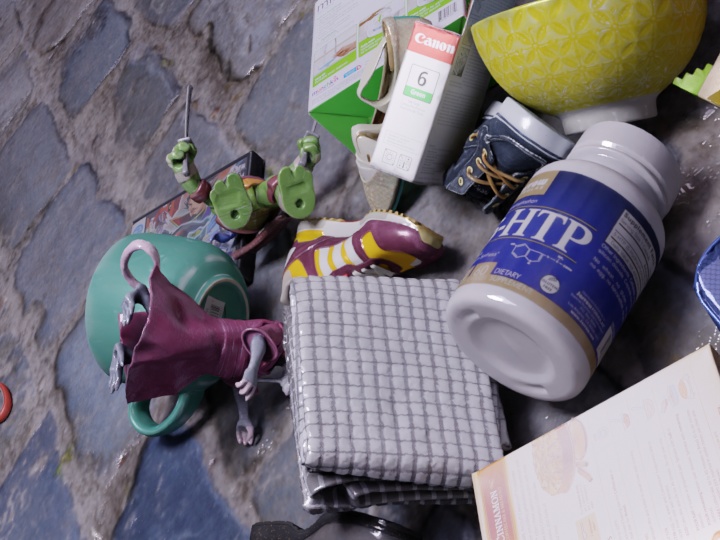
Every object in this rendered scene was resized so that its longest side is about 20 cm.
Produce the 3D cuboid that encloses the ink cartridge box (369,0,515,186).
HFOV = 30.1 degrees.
[{"bbox_3d":[0.078,-0.179,1.208,0.050,0.109,0.202,21,100,22],"label":"ink cartridge box"}]

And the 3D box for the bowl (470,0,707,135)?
[{"bbox_3d":[0.199,-0.174,1.122,0.199,0.199,0.109,-8,96,43],"label":"bowl"}]

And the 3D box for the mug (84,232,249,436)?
[{"bbox_3d":[-0.177,0.058,1.335,0.113,0.187,0.152,7,36,33],"label":"mug"}]

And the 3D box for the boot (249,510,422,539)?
[{"bbox_3d":[-0.032,0.266,1.059,0.199,0.069,0.133,-23,46,49],"label":"boot"}]

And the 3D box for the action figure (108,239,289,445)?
[{"bbox_3d":[-0.130,0.070,1.234,0.134,0.198,0.151,128,140,-54],"label":"action figure"}]

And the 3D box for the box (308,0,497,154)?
[{"bbox_3d":[0.049,-0.243,1.376,0.199,0.097,0.178,-29,41,29],"label":"box"}]

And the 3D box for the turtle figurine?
[{"bbox_3d":[-0.114,-0.112,1.342,0.202,0.143,0.194,-65,18,3],"label":"turtle figurine"}]

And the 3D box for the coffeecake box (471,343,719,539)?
[{"bbox_3d":[0.181,0.168,0.891,0.199,0.073,0.155,-33,40,24],"label":"coffeecake box"}]

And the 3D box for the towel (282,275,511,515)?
[{"bbox_3d":[0.024,0.098,1.052,0.086,0.163,0.201,107,162,-45],"label":"towel"}]

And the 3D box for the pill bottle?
[{"bbox_3d":[0.162,-0.013,1.021,0.119,0.120,0.201,3,49,48],"label":"pill bottle"}]

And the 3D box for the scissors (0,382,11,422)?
[{"bbox_3d":[-0.478,0.145,1.692,0.073,0.014,0.200,-50,34,7],"label":"scissors"}]

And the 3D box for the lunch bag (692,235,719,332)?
[{"bbox_3d":[0.313,0.017,0.833,0.200,0.132,0.136,-42,53,13],"label":"lunch bag"}]

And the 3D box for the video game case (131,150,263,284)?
[{"bbox_3d":[-0.195,-0.024,1.514,0.199,0.025,0.182,-27,42,30],"label":"video game case"}]

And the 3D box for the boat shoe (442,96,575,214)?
[{"bbox_3d":[0.123,-0.091,1.149,0.091,0.070,0.200,-56,5,4],"label":"boat shoe"}]

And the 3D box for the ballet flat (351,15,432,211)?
[{"bbox_3d":[0.021,-0.147,1.277,0.068,0.062,0.202,-123,42,-61],"label":"ballet flat"}]

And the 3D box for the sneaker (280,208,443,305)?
[{"bbox_3d":[0.000,0.000,1.248,0.199,0.075,0.091,-4,62,54],"label":"sneaker"}]

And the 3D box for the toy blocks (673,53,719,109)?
[{"bbox_3d":[0.339,-0.151,0.947,0.200,0.099,0.138,38,106,42],"label":"toy blocks"}]
